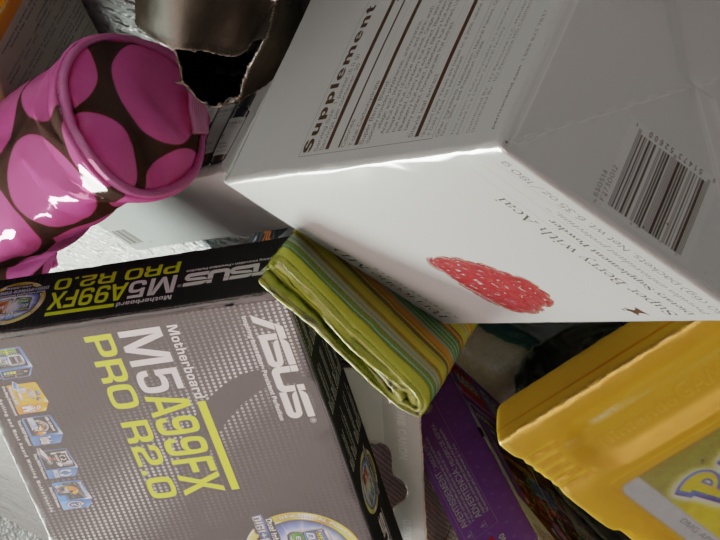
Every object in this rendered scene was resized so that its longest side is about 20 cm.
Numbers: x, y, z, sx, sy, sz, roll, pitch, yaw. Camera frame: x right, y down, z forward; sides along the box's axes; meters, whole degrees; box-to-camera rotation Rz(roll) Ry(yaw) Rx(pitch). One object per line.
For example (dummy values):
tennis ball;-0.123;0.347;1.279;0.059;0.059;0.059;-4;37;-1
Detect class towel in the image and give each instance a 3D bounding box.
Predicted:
towel;0.021;-0.010;0.979;0.086;0.200;0.018;45;118;-4

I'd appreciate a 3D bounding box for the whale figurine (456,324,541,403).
whale figurine;0.095;0.091;1.361;0.159;0.104;0.201;31;146;34

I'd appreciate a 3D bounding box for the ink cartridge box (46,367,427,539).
ink cartridge box;-0.065;0.092;1.152;0.199;0.050;0.161;1;128;6

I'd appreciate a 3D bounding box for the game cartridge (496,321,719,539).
game cartridge;0.189;0.078;1.023;0.176;0.033;0.200;-35;126;29

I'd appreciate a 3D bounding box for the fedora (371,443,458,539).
fedora;0.001;0.125;1.244;0.200;0.177;0.090;49;160;20

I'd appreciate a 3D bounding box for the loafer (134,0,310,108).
loafer;-0.056;-0.120;0.919;0.073;0.072;0.200;21;164;17

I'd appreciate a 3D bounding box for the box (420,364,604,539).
box;0.097;0.139;1.193;0.200;0.039;0.137;43;-165;-45

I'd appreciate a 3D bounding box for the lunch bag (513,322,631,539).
lunch bag;0.185;0.112;1.210;0.164;0.118;0.200;42;162;-32

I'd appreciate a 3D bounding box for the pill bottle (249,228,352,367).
pill bottle;0.000;0.000;1.154;0.106;0.107;0.200;28;164;-8

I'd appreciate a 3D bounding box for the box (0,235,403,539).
box;-0.080;0.084;1.090;0.159;0.044;0.201;-7;126;15

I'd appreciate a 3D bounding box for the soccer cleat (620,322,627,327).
soccer cleat;0.133;0.008;1.037;0.199;0.068;0.081;24;150;-6

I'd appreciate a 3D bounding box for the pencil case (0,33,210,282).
pencil case;-0.144;-0.041;1.076;0.093;0.091;0.200;8;158;-33

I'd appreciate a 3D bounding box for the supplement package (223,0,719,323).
supplement package;0.062;-0.058;0.843;0.121;0.120;0.200;32;164;-25

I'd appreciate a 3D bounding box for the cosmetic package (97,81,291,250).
cosmetic package;-0.073;-0.062;1.119;0.051;0.083;0.200;35;162;-22

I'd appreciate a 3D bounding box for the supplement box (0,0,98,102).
supplement box;-0.202;-0.115;1.163;0.126;0.074;0.200;21;164;15
